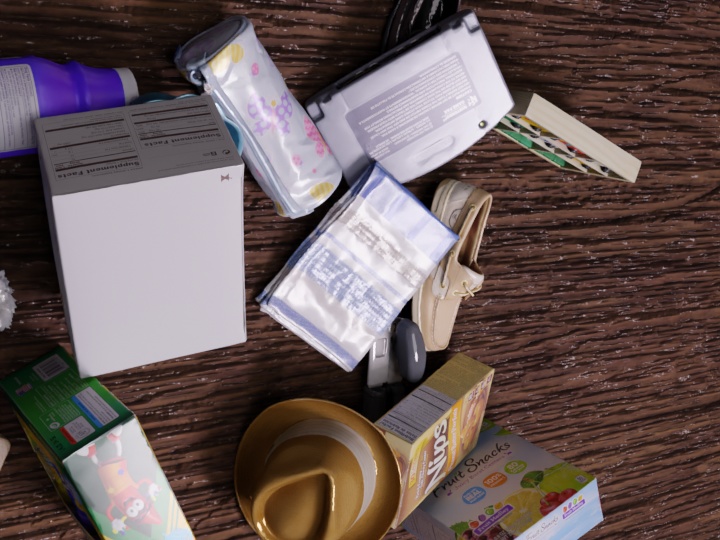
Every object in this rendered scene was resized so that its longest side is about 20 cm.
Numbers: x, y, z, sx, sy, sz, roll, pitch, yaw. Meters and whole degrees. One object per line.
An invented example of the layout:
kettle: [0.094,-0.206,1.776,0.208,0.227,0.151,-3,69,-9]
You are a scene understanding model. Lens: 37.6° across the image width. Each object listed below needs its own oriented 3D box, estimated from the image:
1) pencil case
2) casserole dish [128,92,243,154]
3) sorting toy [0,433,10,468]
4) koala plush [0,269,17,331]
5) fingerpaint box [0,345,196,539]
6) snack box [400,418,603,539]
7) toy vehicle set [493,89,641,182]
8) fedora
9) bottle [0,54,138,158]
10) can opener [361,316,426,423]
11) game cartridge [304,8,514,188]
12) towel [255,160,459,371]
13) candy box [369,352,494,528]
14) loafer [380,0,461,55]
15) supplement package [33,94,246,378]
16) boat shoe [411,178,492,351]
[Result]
pencil case: [-0.096,-0.146,1.024,0.082,0.091,0.201,-23,125,16]
casserole dish: [-0.189,-0.084,0.971,0.120,0.039,0.201,11,123,-36]
sorting toy: [-0.435,0.200,0.894,0.199,0.069,0.201,26,87,-36]
koala plush: [-0.376,0.008,0.849,0.176,0.184,0.201,-33,140,-10]
fingerpaint box: [-0.235,0.180,0.948,0.073,0.199,0.168,-31,119,-23]
snack box: [0.154,0.271,1.243,0.168,0.199,0.068,-28,117,-27]
toy vehicle set: [0.216,-0.158,1.220,0.199,0.124,0.027,23,89,-36]
fedora: [-0.055,0.233,1.098,0.082,0.198,0.203,-48,138,-67]
bottle: [-0.291,-0.142,0.906,0.198,0.065,0.085,-14,108,-32]
can opener: [0.036,0.151,1.211,0.053,0.067,0.203,-7,106,-35]
game cartridge: [0.056,-0.169,1.115,0.198,0.041,0.134,-28,116,4]
towel: [0.000,0.000,1.139,0.147,0.024,0.200,39,92,-28]
candy box: [0.077,0.187,1.197,0.200,0.055,0.117,-32,138,-52]
loafer: [0.071,-0.263,1.128,0.071,0.063,0.203,5,99,-35]
supplement package: [-0.187,-0.029,0.915,0.154,0.111,0.202,-12,133,-18]
boat shoe: [0.108,-0.001,1.208,0.073,0.068,0.203,-10,110,-61]
